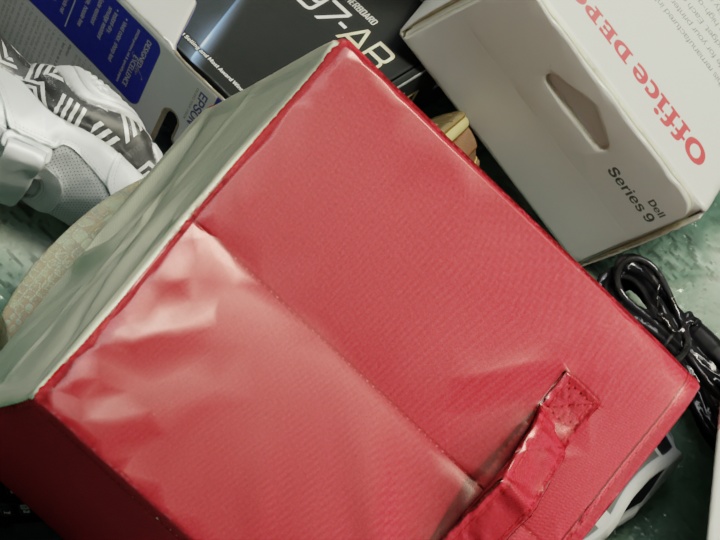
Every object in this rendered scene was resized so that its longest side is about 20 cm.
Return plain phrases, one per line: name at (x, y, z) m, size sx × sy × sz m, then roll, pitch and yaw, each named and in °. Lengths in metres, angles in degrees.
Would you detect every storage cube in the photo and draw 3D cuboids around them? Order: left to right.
storage cube at (-0.022, 0.049, 1.039) m, size 0.180 × 0.200 × 0.171 m, roll 43°, pitch 74°, yaw -11°

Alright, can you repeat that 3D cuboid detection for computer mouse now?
computer mouse at (0.098, 0.073, 1.234) m, size 0.110 × 0.044 × 0.200 m, roll 48°, pitch 44°, yaw 9°

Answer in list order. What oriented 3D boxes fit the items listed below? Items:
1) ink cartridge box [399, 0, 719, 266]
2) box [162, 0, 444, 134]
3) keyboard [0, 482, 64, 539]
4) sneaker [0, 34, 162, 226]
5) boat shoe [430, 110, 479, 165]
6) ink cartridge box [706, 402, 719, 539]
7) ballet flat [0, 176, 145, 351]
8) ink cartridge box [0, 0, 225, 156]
ink cartridge box at (0.127, -0.123, 1.337) m, size 0.146 × 0.087 × 0.200 m, roll 50°, pitch 45°, yaw -15°
box at (-0.062, -0.135, 1.311) m, size 0.200 × 0.044 × 0.160 m, roll 44°, pitch 44°, yaw 12°
keyboard at (-0.173, 0.086, 1.099) m, size 0.199 × 0.040 × 0.105 m, roll -3°, pitch 55°, yaw -25°
sneaker at (-0.174, -0.051, 1.186) m, size 0.200 × 0.075 × 0.115 m, roll 42°, pitch 61°, yaw -5°
boat shoe at (0.000, 0.000, 1.234) m, size 0.068 × 0.072 × 0.200 m, roll 57°, pitch 40°, yaw -16°
ink cartridge box at (0.247, 0.087, 1.179) m, size 0.198 × 0.084 × 0.146 m, roll 4°, pitch 62°, yaw 10°
ballet flat at (-0.064, -0.013, 1.162) m, size 0.200 × 0.062 × 0.068 m, roll -41°, pitch 122°, yaw -22°
ink cartridge box at (-0.131, -0.117, 1.238) m, size 0.200 × 0.095 × 0.037 m, roll 47°, pitch 49°, yaw 14°
